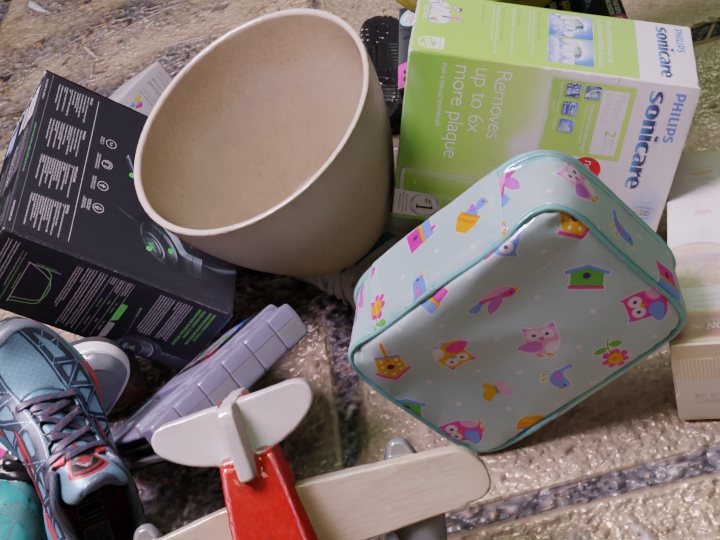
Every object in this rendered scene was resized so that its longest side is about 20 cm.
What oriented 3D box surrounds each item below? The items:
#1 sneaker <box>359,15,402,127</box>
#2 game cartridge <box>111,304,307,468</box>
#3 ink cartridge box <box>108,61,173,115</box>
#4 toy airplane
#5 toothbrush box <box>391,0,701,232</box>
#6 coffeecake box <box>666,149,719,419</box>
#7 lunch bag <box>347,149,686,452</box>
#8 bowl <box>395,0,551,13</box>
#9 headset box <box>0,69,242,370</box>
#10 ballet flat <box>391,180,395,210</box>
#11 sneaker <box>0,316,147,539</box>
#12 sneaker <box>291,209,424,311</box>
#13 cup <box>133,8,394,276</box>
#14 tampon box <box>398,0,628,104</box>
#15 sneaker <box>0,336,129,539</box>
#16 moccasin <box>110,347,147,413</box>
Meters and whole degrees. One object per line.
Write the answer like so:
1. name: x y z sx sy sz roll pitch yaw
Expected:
1. sneaker: 0.019 -0.166 1.036 0.059 0.105 0.201 4 50 6
2. game cartridge: -0.117 0.086 0.768 0.130 0.038 0.200 -47 7 -25
3. ink cartridge box: -0.235 -0.096 1.052 0.067 0.116 0.201 -16 32 46
4. toy airplane: -0.047 0.165 0.639 0.198 0.141 0.201 24 79 15
5. toothbrush box: 0.129 -0.107 0.782 0.197 0.147 0.087 8 42 2
6. coffeecake box: 0.289 0.000 0.728 0.152 0.074 0.201 -5 41 20
7. lunch bag: 0.098 0.028 0.691 0.200 0.160 0.078 -38 32 32
8. bowl: 0.093 -0.265 0.855 0.197 0.108 0.202 -3 66 7
9. headset box: -0.190 -0.036 0.864 0.093 0.198 0.176 -45 34 40
10. ballet flat: 0.082 -0.052 0.899 0.198 0.074 0.073 4 44 33
11. sneaker: -0.184 0.120 0.706 0.079 0.202 0.095 -28 8 -29
12. sneaker: 0.001 0.000 0.870 0.198 0.071 0.094 6 39 27
13. cup: -0.051 -0.077 0.824 0.198 0.143 0.202 -16 53 23
14. tampon box: 0.143 -0.175 0.966 0.198 0.127 0.151 -13 37 12
15. sneaker: -0.238 0.148 0.773 0.200 0.083 0.121 -44 38 13
16. moccasin: -0.277 0.103 0.889 0.199 0.078 0.074 -15 53 3
